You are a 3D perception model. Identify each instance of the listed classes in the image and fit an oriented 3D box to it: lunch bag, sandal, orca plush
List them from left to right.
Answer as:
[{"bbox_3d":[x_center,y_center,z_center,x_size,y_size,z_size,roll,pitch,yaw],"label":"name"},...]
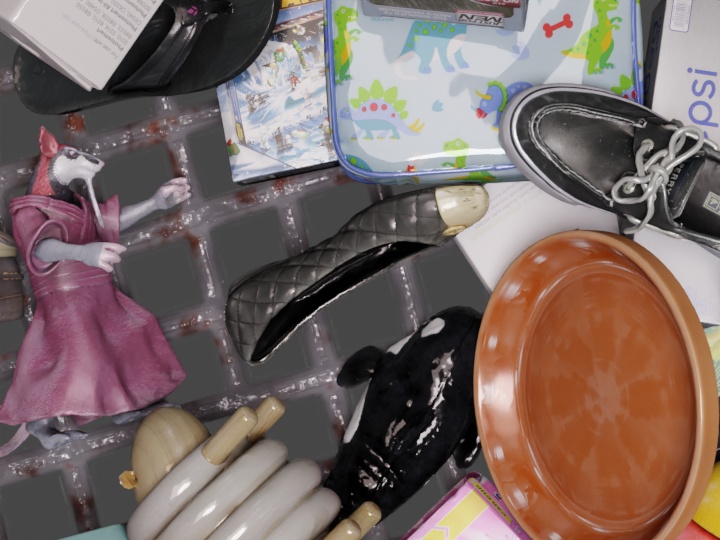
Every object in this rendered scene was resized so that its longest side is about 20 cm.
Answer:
[{"bbox_3d":[-0.143,-0.145,1.182,0.199,0.048,0.076,-17,85,21],"label":"sandal"},{"bbox_3d":[0.012,0.106,1.173,0.199,0.071,0.106,-38,85,2],"label":"orca plush"},{"bbox_3d":[0.077,-0.136,1.134,0.198,0.082,0.163,-4,88,2],"label":"lunch bag"}]

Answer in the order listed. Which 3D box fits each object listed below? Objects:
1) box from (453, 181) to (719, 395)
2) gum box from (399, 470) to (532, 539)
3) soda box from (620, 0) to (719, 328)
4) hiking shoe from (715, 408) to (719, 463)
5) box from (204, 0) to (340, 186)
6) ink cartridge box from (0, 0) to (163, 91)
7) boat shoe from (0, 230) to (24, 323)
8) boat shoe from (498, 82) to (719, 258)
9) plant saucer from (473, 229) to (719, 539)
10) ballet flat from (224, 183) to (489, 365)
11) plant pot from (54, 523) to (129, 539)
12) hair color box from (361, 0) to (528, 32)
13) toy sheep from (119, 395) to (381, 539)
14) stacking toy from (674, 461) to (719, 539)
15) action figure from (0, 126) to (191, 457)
[{"bbox_3d":[0.164,0.007,1.183,0.144,0.036,0.201,-34,87,2],"label":"box"},{"bbox_3d":[0.044,0.234,1.166,0.200,0.066,0.114,-44,86,1],"label":"gum box"},{"bbox_3d":[0.202,-0.067,1.134,0.063,0.068,0.202,8,87,1],"label":"soda box"},{"bbox_3d":[0.266,0.121,1.159,0.199,0.076,0.101,-34,94,12],"label":"hiking shoe"},{"bbox_3d":[0.001,-0.143,1.201,0.198,0.040,0.139,-11,88,4],"label":"box"},{"bbox_3d":[-0.167,-0.233,1.157,0.201,0.084,0.146,-55,41,-3],"label":"ink cartridge box"},{"bbox_3d":[-0.314,0.035,1.202,0.198,0.074,0.074,-20,86,5],"label":"boat shoe"},{"bbox_3d":[0.175,-0.052,1.059,0.198,0.068,0.074,30,89,-3],"label":"boat shoe"},{"bbox_3d":[0.142,0.076,1.096,0.032,0.199,0.203,-4,86,-36],"label":"plant saucer"},{"bbox_3d":[0.000,0.000,1.167,0.199,0.066,0.057,-28,64,23],"label":"ballet flat"},{"bbox_3d":[-0.161,0.269,1.150,0.140,0.141,0.202,-14,79,4],"label":"plant pot"},{"bbox_3d":[0.062,-0.247,1.090,0.098,0.061,0.202,7,67,8],"label":"hair color box"},{"bbox_3d":[-0.066,0.164,1.111,0.138,0.138,0.200,-43,79,2],"label":"toy sheep"},{"bbox_3d":[0.227,0.162,1.076,0.145,0.146,0.202,21,105,5],"label":"stacking toy"},{"bbox_3d":[-0.187,0.006,1.186,0.148,0.134,0.202,-17,89,23],"label":"action figure"}]
